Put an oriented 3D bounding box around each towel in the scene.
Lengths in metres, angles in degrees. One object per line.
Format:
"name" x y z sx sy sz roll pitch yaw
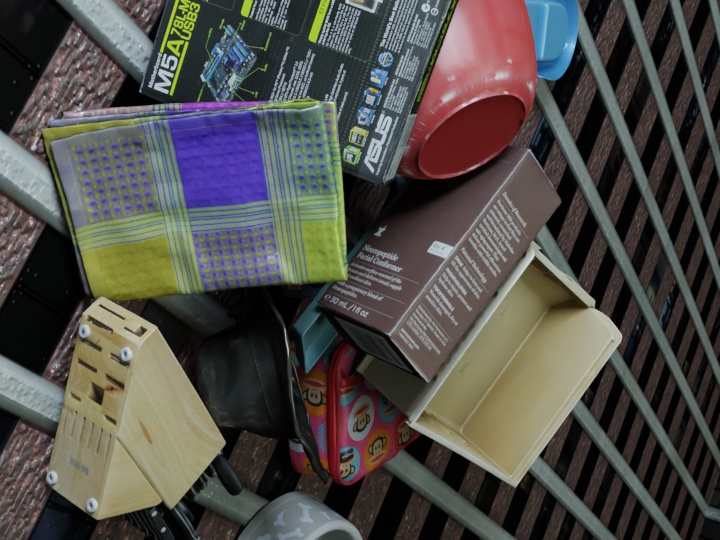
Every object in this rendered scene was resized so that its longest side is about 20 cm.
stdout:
"towel" -0.111 -0.046 0.747 0.023 0.199 0.144 -91 177 -65

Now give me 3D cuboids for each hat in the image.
"hat" -0.091 0.091 0.874 0.081 0.201 0.201 -15 124 -6

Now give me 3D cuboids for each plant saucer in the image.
"plant saucer" 0.000 0.000 0.959 0.200 0.019 0.070 -53 160 -27

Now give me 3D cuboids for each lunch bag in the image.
"lunch bag" 0.004 0.100 1.066 0.200 0.082 0.177 -25 118 -53

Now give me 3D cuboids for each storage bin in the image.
"storage bin" 0.130 0.075 1.013 0.199 0.094 0.200 -54 136 0

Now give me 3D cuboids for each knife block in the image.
"knife block" -0.148 0.121 0.829 0.175 0.064 0.201 -3 112 -55

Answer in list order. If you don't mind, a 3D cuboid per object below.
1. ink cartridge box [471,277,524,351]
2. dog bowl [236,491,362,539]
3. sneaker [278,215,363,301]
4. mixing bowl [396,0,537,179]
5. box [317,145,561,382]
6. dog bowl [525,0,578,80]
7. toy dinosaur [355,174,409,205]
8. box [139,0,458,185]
"ink cartridge box" 0.079 -0.004 1.028 0.200 0.050 0.109 28 94 -45
"dog bowl" -0.065 0.325 1.057 0.200 0.059 0.201 -27 123 -50
"sneaker" -0.059 -0.024 0.916 0.200 0.075 0.085 35 68 -56
"mixing bowl" 0.064 -0.144 0.844 0.200 0.109 0.200 -23 155 -12
"box" 0.067 -0.015 0.898 0.200 0.100 0.075 -51 129 -17
"dog bowl" 0.188 -0.276 1.227 0.200 0.049 0.112 -17 116 -54
"toy dinosaur" 0.081 -0.092 1.104 0.200 0.105 0.182 -28 143 -62
"box" -0.036 -0.185 0.752 0.048 0.193 0.201 -35 145 -76
